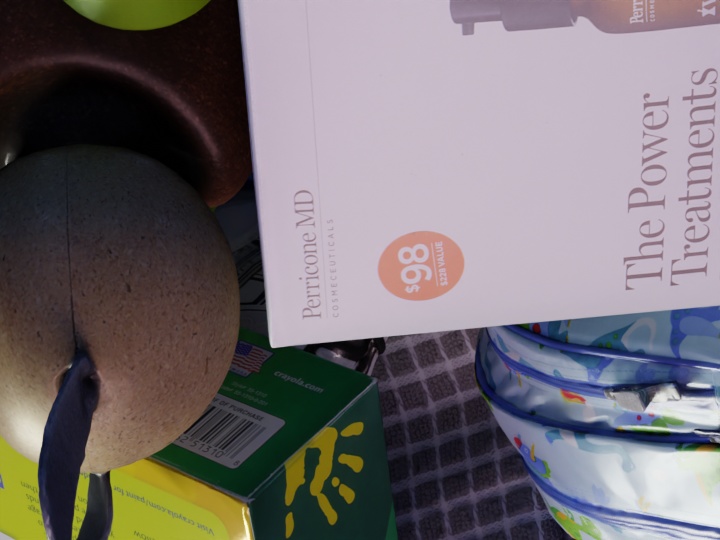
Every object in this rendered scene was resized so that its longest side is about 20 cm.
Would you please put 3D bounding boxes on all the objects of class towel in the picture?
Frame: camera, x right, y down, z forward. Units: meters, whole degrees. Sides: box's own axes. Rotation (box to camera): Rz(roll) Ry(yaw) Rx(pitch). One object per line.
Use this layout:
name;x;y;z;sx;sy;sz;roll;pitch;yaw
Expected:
towel;0.002;0.088;0.920;0.199;0.167;0.085;-20;157;30

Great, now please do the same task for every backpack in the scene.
backpack;0.131;0.026;0.771;0.154;0.164;0.199;47;149;-19

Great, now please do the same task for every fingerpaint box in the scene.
fingerpaint box;-0.081;0.090;0.832;0.199;0.073;0.168;19;132;34

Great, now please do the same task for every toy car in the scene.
toy car;-0.097;0.003;0.689;0.156;0.202;0.165;-4;154;-6

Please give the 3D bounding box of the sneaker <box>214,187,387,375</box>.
sneaker;0.000;0.000;0.837;0.075;0.088;0.199;18;143;-38

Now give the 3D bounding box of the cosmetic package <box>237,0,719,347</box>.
cosmetic package;0.041;-0.078;0.638;0.149;0.052;0.201;-4;126;-1
